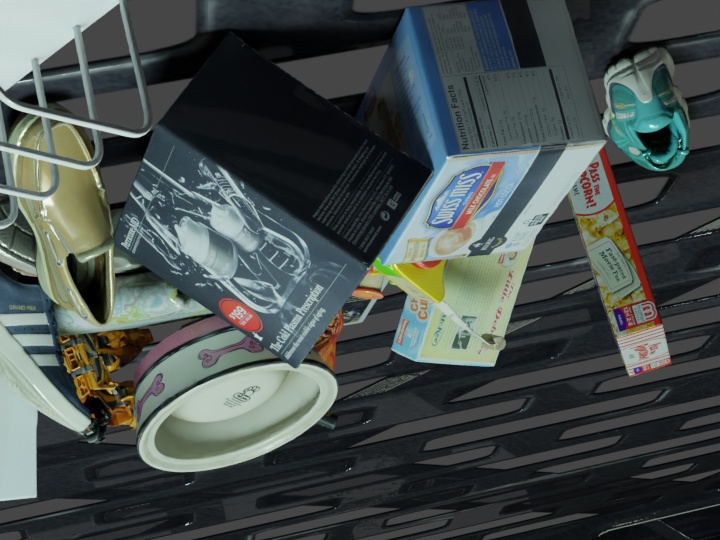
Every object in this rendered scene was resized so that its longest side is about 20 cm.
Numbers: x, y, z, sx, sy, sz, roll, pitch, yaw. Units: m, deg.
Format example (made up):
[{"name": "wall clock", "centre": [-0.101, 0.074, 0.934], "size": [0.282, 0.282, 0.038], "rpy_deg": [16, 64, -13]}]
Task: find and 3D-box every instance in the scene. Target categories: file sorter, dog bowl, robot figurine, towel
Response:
[{"name": "file sorter", "centre": [-0.251, -0.107, 1.048], "size": [0.200, 0.125, 0.138], "rpy_deg": [-29, 155, 34]}, {"name": "dog bowl", "centre": [-0.126, 0.111, 1.545], "size": [0.199, 0.074, 0.200], "rpy_deg": [-17, 151, -10]}, {"name": "robot figurine", "centre": [-0.252, 0.094, 1.575], "size": [0.058, 0.145, 0.200], "rpy_deg": [-26, 167, 12]}, {"name": "towel", "centre": [-0.180, 0.022, 1.478], "size": [0.171, 0.048, 0.200], "rpy_deg": [-11, 177, 29]}]

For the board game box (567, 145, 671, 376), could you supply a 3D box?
[{"name": "board game box", "centre": [0.236, -0.016, 1.526], "size": [0.046, 0.201, 0.152], "rpy_deg": [-18, 160, 8]}]

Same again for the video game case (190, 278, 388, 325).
[{"name": "video game case", "centre": [-0.071, 0.026, 1.680], "size": [0.199, 0.023, 0.182], "rpy_deg": [-9, 159, -19]}]

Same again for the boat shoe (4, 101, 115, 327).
[{"name": "boat shoe", "centre": [-0.214, -0.038, 1.241], "size": [0.072, 0.076, 0.200], "rpy_deg": [-31, 142, -21]}]

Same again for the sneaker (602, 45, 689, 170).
[{"name": "sneaker", "centre": [0.254, -0.122, 1.432], "size": [0.077, 0.080, 0.200], "rpy_deg": [-19, 160, 12]}]

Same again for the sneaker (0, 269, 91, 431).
[{"name": "sneaker", "centre": [-0.279, 0.048, 1.387], "size": [0.075, 0.200, 0.085], "rpy_deg": [7, -131, 52]}]

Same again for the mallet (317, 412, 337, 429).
[{"name": "mallet", "centre": [-0.120, 0.125, 1.742], "size": [0.199, 0.066, 0.041], "rpy_deg": [18, 108, -10]}]

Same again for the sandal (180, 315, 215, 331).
[{"name": "sandal", "centre": [-0.122, 0.083, 1.646], "size": [0.079, 0.059, 0.207], "rpy_deg": [-17, 166, 5]}]

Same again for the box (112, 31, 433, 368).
[{"name": "box", "centre": [-0.073, -0.046, 1.229], "size": [0.104, 0.182, 0.200], "rpy_deg": [-56, 180, -30]}]

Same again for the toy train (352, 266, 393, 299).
[{"name": "toy train", "centre": [0.000, 0.000, 1.506], "size": [0.150, 0.056, 0.200], "rpy_deg": [15, -178, 41]}]

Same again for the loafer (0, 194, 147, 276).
[{"name": "loafer", "centre": [-0.246, -0.021, 1.369], "size": [0.063, 0.072, 0.200], "rpy_deg": [-22, 163, 40]}]

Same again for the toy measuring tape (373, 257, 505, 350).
[{"name": "toy measuring tape", "centre": [0.067, -0.006, 1.400], "size": [0.073, 0.074, 0.200], "rpy_deg": [-29, 129, 34]}]

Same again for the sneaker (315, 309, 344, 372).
[{"name": "sneaker", "centre": [-0.055, 0.059, 1.664], "size": [0.073, 0.077, 0.200], "rpy_deg": [8, 142, -3]}]

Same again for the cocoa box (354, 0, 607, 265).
[{"name": "cocoa box", "centre": [0.084, -0.106, 1.274], "size": [0.131, 0.134, 0.200], "rpy_deg": [-7, 159, -17]}]

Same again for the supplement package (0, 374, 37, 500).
[{"name": "supplement package", "centre": [-0.406, 0.125, 1.444], "size": [0.199, 0.153, 0.150], "rpy_deg": [-2, -176, -32]}]

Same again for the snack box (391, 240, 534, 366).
[{"name": "snack box", "centre": [0.105, -0.013, 1.484], "size": [0.037, 0.201, 0.116], "rpy_deg": [25, -169, 42]}]
